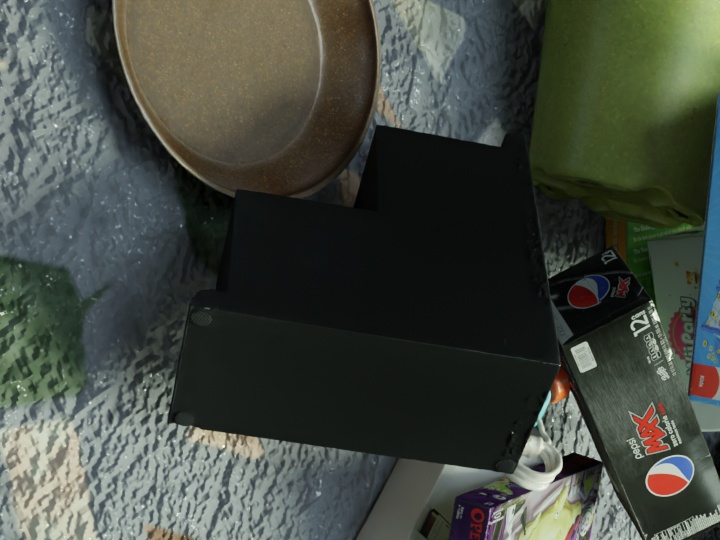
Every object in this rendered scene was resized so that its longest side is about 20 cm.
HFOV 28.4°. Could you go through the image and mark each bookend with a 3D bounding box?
[{"bbox_3d":[0.000,0.000,0.820,0.197,0.093,0.200,9,42,-9],"label":"bookend"}]

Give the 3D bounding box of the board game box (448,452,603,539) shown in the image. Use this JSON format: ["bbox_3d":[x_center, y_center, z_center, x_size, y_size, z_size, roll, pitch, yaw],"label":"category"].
[{"bbox_3d":[0.103,0.190,0.910,0.199,0.032,0.122,-3,108,-61],"label":"board game box"}]

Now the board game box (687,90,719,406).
[{"bbox_3d":[0.283,-0.023,0.952,0.199,0.055,0.199,-17,113,-59],"label":"board game box"}]

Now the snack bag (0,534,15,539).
[{"bbox_3d":[-0.116,0.245,0.695,0.198,0.021,0.191,15,67,-3],"label":"snack bag"}]

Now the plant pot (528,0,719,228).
[{"bbox_3d":[0.201,-0.134,1.006,0.199,0.199,0.186,19,85,-39],"label":"plant pot"}]

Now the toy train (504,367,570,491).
[{"bbox_3d":[0.027,0.074,0.863,0.198,0.056,0.151,21,42,2],"label":"toy train"}]

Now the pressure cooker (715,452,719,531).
[{"bbox_3d":[0.389,0.217,1.132,0.201,0.174,0.179,61,35,-20],"label":"pressure cooker"}]

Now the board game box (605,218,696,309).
[{"bbox_3d":[0.228,-0.012,1.108,0.095,0.030,0.203,9,81,-43],"label":"board game box"}]

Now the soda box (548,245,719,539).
[{"bbox_3d":[0.175,0.087,0.915,0.063,0.071,0.201,-26,123,1],"label":"soda box"}]

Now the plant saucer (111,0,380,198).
[{"bbox_3d":[-0.071,-0.138,0.842,0.199,0.036,0.203,7,80,-42],"label":"plant saucer"}]

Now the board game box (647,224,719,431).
[{"bbox_3d":[0.303,0.033,1.122,0.199,0.064,0.150,-14,98,-51],"label":"board game box"}]

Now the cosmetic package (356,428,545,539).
[{"bbox_3d":[0.050,0.170,0.908,0.083,0.050,0.201,49,55,-29],"label":"cosmetic package"}]
